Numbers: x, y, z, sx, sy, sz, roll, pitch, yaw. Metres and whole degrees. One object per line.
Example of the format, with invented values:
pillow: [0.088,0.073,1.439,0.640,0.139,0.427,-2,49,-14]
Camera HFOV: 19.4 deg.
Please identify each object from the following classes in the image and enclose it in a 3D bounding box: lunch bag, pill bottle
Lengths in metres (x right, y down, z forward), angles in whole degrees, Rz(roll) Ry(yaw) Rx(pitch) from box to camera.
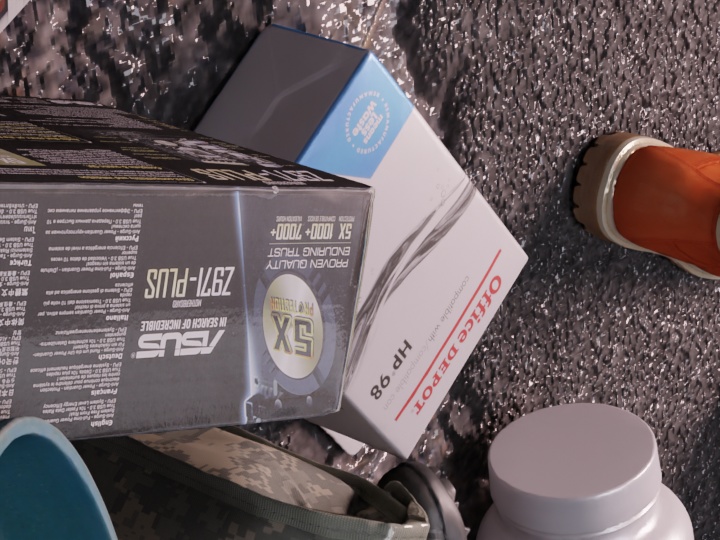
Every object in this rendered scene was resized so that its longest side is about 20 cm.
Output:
lunch bag: [-0.059,0.148,0.824,0.118,0.200,0.164,9,97,-48]
pill bottle: [0.120,0.174,1.093,0.112,0.112,0.200,-33,126,-35]

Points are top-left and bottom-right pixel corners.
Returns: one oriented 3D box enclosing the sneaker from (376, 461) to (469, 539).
sneaker: [-0.013,0.175,0.961,0.090,0.066,0.200,-6,129,-37]

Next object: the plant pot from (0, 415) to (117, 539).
plant pot: [-0.168,0.154,0.597,0.200,0.188,0.200,-9,90,-83]

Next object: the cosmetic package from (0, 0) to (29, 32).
cosmetic package: [-0.145,-0.107,0.667,0.200,0.051,0.083,-72,155,-62]

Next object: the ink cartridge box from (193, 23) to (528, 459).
ink cartridge box: [0.000,0.000,0.932,0.116,0.067,0.200,-58,137,-16]

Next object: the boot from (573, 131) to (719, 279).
boot: [0.212,-0.024,1.126,0.200,0.107,0.075,4,100,-49]

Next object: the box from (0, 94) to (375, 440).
box: [-0.124,-0.006,0.723,0.200,0.164,0.086,-2,105,-48]
